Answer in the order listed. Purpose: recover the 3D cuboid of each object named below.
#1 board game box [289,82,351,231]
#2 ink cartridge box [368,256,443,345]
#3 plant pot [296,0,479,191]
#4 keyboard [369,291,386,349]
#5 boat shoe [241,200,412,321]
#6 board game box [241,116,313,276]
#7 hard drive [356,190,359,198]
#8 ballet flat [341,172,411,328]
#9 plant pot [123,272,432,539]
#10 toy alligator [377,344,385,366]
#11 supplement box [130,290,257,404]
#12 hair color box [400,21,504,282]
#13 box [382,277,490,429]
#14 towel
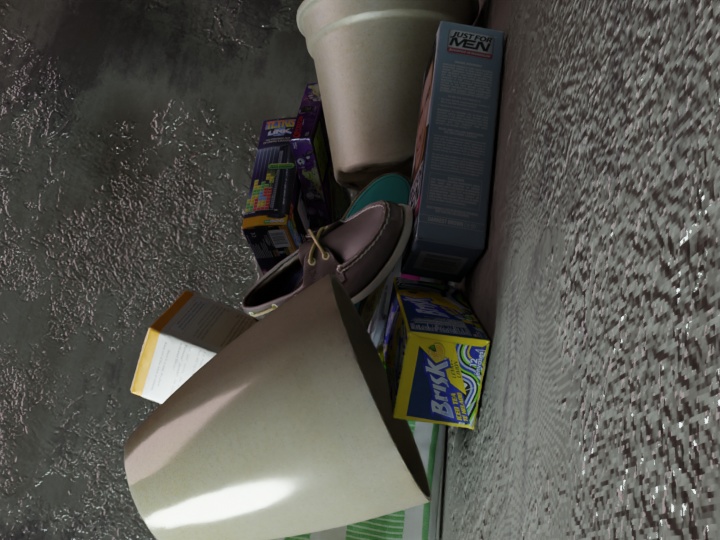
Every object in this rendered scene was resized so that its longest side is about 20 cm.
[{"bbox_3d":[-0.040,-0.101,1.052,0.121,0.032,0.201,-74,-22,-48],"label":"board game box"},{"bbox_3d":[0.045,0.027,1.001,0.165,0.074,0.202,-109,28,-88],"label":"ink cartridge box"},{"bbox_3d":[0.035,-0.187,0.964,0.200,0.198,0.186,114,153,-81],"label":"plant pot"},{"bbox_3d":[-0.005,0.119,0.871,0.056,0.011,0.202,-89,14,-68],"label":"keyboard"},{"bbox_3d":[-0.033,-0.003,0.799,0.200,0.059,0.072,-38,35,40],"label":"boat shoe"},{"bbox_3d":[-0.075,-0.051,1.067,0.201,0.056,0.167,72,-162,-50],"label":"board game box"},{"bbox_3d":[0.003,-0.044,1.077,0.132,0.026,0.202,93,-176,-75],"label":"hard drive"},{"bbox_3d":[0.000,0.000,0.887,0.071,0.070,0.202,108,-175,-76],"label":"ballet flat"},{"bbox_3d":[-0.073,0.128,0.695,0.187,0.198,0.189,-24,-90,-87],"label":"plant pot"},{"bbox_3d":[0.041,0.138,0.881,0.059,0.054,0.202,-1,75,51],"label":"toy alligator"},{"bbox_3d":[-0.107,0.101,0.886,0.126,0.198,0.074,-69,-1,-75],"label":"supplement box"},{"bbox_3d":[0.080,-0.102,0.794,0.099,0.060,0.202,108,171,-72],"label":"hair color box"},{"bbox_3d":[0.057,0.061,0.743,0.200,0.064,0.071,-91,10,-80],"label":"box"},{"bbox_3d":[-0.029,0.166,0.773,0.023,0.198,0.154,92,-175,-61],"label":"towel"}]
